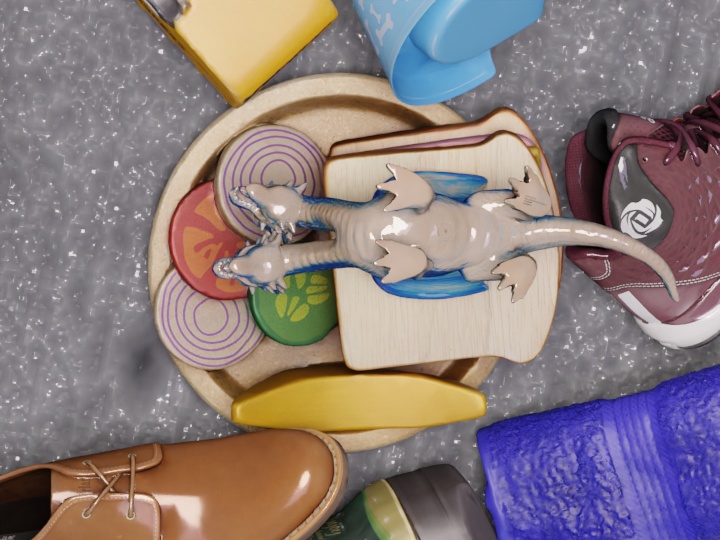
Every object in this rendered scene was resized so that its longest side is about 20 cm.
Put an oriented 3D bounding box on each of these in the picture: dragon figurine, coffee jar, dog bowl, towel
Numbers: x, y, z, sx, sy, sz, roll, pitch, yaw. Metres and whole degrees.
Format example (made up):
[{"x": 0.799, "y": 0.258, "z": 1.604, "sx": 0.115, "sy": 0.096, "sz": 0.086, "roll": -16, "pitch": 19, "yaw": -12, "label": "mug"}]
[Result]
[{"x": 0.037, "y": -0.016, "z": 0.908, "sx": 0.200, "sy": 0.099, "sz": 0.059, "roll": 1, "pitch": 90, "yaw": -18, "label": "dragon figurine"}, {"x": -0.024, "y": 0.172, "z": 0.981, "sx": 0.200, "sy": 0.085, "sz": 0.104, "roll": -23, "pitch": 101, "yaw": -5, "label": "coffee jar"}, {"x": 0.083, "y": -0.153, "z": 0.936, "sx": 0.200, "sy": 0.111, "sz": 0.050, "roll": -31, "pitch": 69, "yaw": -15, "label": "dog bowl"}, {"x": 0.164, "y": 0.124, "z": 0.983, "sx": 0.200, "sy": 0.050, "sz": 0.148, "roll": -17, "pitch": 101, "yaw": 20, "label": "towel"}]

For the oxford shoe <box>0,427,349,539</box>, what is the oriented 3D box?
[{"x": -0.104, "y": 0.110, "z": 0.935, "sx": 0.200, "sy": 0.071, "sz": 0.071, "roll": -17, "pitch": 56, "yaw": 11, "label": "oxford shoe"}]

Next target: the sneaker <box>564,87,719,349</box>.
[{"x": 0.170, "y": -0.067, "z": 0.970, "sx": 0.115, "sy": 0.076, "sz": 0.200, "roll": 32, "pitch": 92, "yaw": -28, "label": "sneaker"}]

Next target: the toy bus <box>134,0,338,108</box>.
[{"x": -0.099, "y": -0.169, "z": 0.921, "sx": 0.065, "sy": 0.078, "sz": 0.200, "roll": -43, "pitch": 96, "yaw": -3, "label": "toy bus"}]

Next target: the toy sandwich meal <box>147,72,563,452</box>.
[{"x": 0.000, "y": 0.000, "z": 0.969, "sx": 0.205, "sy": 0.070, "sz": 0.205, "roll": -1, "pitch": 98, "yaw": -8, "label": "toy sandwich meal"}]
